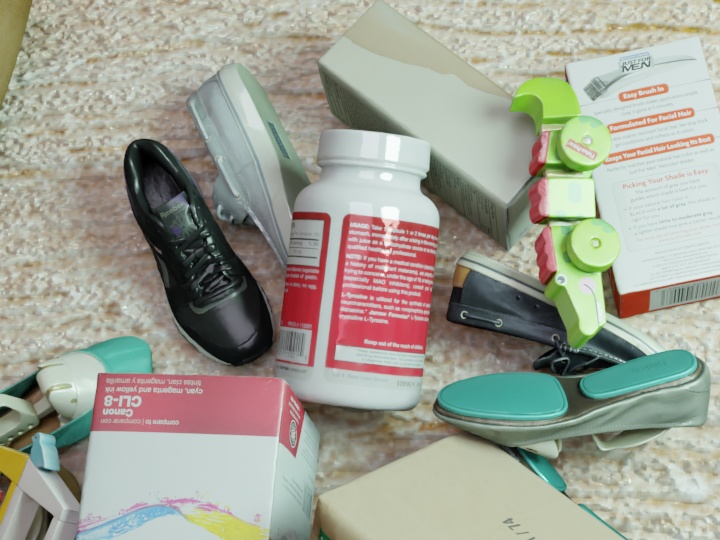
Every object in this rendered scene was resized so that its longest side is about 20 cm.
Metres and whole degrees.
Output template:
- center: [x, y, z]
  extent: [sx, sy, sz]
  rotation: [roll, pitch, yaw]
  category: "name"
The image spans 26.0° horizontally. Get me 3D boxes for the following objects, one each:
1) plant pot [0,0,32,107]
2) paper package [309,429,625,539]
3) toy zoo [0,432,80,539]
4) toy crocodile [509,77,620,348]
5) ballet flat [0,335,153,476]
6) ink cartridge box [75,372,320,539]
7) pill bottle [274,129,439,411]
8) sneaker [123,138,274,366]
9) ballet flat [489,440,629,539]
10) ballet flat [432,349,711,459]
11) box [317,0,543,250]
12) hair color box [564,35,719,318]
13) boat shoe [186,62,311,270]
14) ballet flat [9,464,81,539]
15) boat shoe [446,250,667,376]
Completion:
- center: [-0.371, -0.155, 1.288]
  extent: [0.185, 0.186, 0.202]
  rotation: [3, 82, 9]
  category: "plant pot"
- center: [0.082, 0.217, 1.034]
  extent: [0.200, 0.190, 0.104]
  rotation: [35, 119, 28]
  category: "paper package"
- center: [-0.264, 0.213, 1.138]
  extent: [0.131, 0.020, 0.201]
  rotation: [23, 92, 48]
  category: "toy zoo"
- center: [0.148, -0.045, 1.134]
  extent: [0.061, 0.068, 0.202]
  rotation: [-2, 77, -8]
  category: "toy crocodile"
- center: [-0.252, 0.109, 1.214]
  extent: [0.199, 0.070, 0.068]
  rotation: [-31, 67, -5]
  category: "ballet flat"
- center: [-0.117, 0.192, 1.123]
  extent: [0.143, 0.145, 0.201]
  rotation: [1, 69, 9]
  category: "ink cartridge box"
- center: [0.000, 0.000, 1.172]
  extent: [0.111, 0.112, 0.202]
  rotation: [6, 88, 10]
  category: "pill bottle"
- center: [-0.138, -0.015, 1.237]
  extent: [0.075, 0.088, 0.201]
  rotation: [-31, 68, -5]
  category: "sneaker"
- center: [0.136, 0.181, 1.137]
  extent: [0.072, 0.072, 0.200]
  rotation: [-42, 68, -9]
  category: "ballet flat"
- center: [0.152, 0.104, 1.112]
  extent: [0.198, 0.064, 0.068]
  rotation: [-9, 27, 1]
  category: "ballet flat"
- center: [0.067, -0.116, 1.245]
  extent: [0.200, 0.095, 0.078]
  rotation: [39, 77, 18]
  category: "box"
- center: [0.234, -0.074, 1.222]
  extent: [0.110, 0.064, 0.201]
  rotation: [-11, 69, 5]
  category: "hair color box"
- center: [-0.087, -0.071, 1.271]
  extent: [0.071, 0.070, 0.202]
  rotation: [-30, 68, 17]
  category: "boat shoe"
- center: [-0.250, 0.239, 1.168]
  extent: [0.068, 0.063, 0.201]
  rotation: [-4, 69, 7]
  category: "ballet flat"
- center: [0.155, 0.052, 1.178]
  extent: [0.199, 0.075, 0.063]
  rotation: [25, 87, 9]
  category: "boat shoe"
